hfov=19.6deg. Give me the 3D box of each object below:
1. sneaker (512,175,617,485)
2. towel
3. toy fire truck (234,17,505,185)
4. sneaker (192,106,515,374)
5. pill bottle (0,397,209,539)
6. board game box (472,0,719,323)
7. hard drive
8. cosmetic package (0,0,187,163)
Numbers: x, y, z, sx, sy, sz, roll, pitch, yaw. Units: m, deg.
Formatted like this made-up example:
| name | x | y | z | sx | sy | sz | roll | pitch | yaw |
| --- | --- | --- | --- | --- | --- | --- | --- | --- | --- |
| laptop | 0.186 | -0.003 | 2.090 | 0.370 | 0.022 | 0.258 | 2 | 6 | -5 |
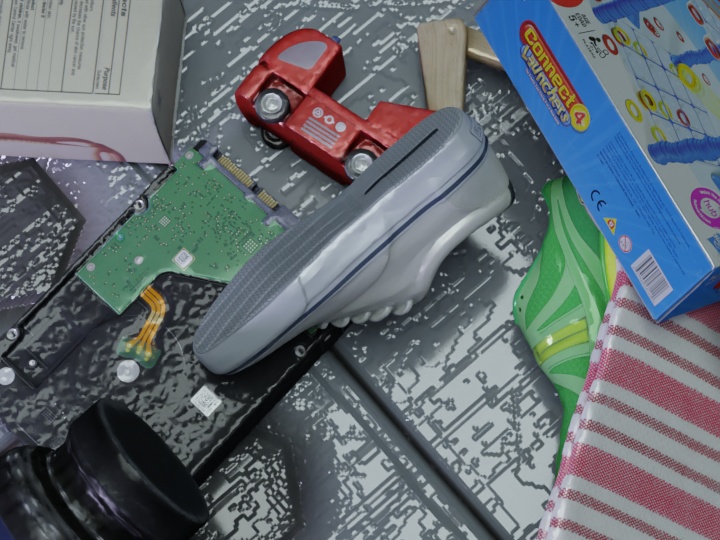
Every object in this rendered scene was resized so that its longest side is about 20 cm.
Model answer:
| name | x | y | z | sx | sy | sz | roll | pitch | yaw |
| --- | --- | --- | --- | --- | --- | --- | --- | --- | --- |
| sneaker | 0.129 | 0.039 | 1.164 | 0.083 | 0.074 | 0.202 | -2 | 80 | 43 |
| towel | 0.167 | 0.099 | 1.118 | 0.146 | 0.030 | 0.201 | 28 | 70 | -29 |
| toy fire truck | 0.042 | -0.096 | 1.213 | 0.199 | 0.049 | 0.141 | 34 | 77 | 13 |
| sneaker | 0.000 | 0.000 | 1.136 | 0.200 | 0.073 | 0.071 | -38 | 114 | 7 |
| pill bottle | -0.179 | 0.164 | 1.087 | 0.200 | 0.112 | 0.112 | -42 | 75 | 6 |
| board game box | 0.190 | -0.089 | 1.147 | 0.195 | 0.056 | 0.201 | -16 | 69 | -39 |
| hard drive | -0.108 | 0.040 | 1.184 | 0.140 | 0.038 | 0.200 | 40 | 79 | 13 |
| cosmetic package | -0.207 | -0.126 | 1.215 | 0.198 | 0.087 | 0.104 | 4 | 72 | 5 |
